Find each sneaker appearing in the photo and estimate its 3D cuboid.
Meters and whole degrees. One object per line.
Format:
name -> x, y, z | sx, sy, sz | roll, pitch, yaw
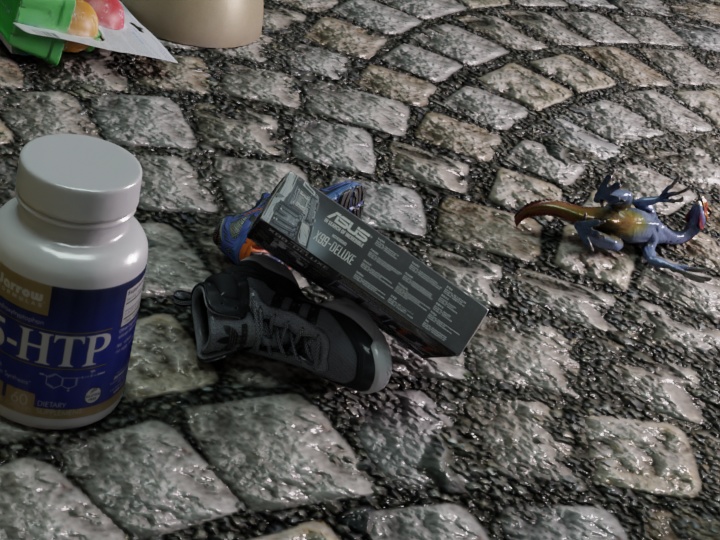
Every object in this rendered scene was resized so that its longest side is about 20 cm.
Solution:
sneaker -> -0.072, 0.056, 1.218 | 0.113, 0.076, 0.199 | -15, 35, -42
sneaker -> -0.064, -0.051, 1.409 | 0.078, 0.076, 0.199 | 28, 29, 29

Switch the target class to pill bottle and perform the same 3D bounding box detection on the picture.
pill bottle -> -0.224, 0.007, 1.094 | 0.118, 0.202, 0.120 | 11, 29, -6

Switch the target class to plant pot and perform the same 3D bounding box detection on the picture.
plant pot -> -0.212, -0.390, 1.866 | 0.198, 0.136, 0.201 | 12, 29, -7

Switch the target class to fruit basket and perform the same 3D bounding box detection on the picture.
fruit basket -> -0.338, -0.294, 1.712 | 0.199, 0.094, 0.185 | 11, 25, -42

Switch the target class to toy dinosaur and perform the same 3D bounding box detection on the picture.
toy dinosaur -> 0.304, -0.063, 1.598 | 0.199, 0.106, 0.181 | 19, 6, 33

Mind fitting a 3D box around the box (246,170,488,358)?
box -> 0.000, 0.000, 1.228 | 0.199, 0.050, 0.158 | 35, -8, -4
